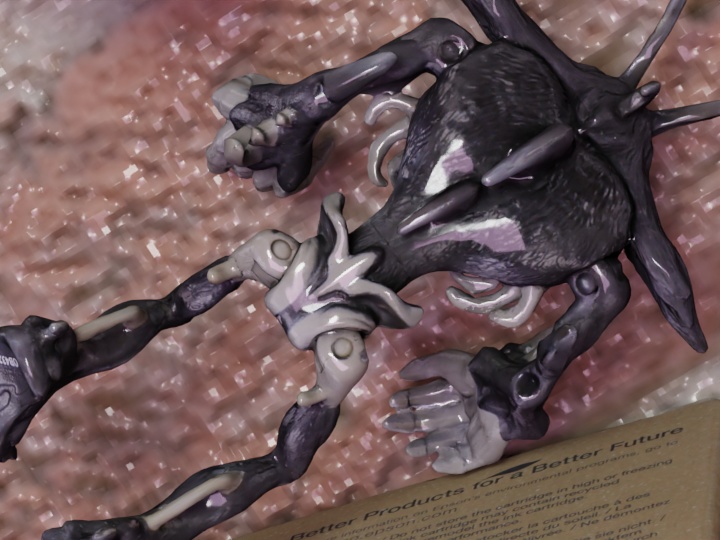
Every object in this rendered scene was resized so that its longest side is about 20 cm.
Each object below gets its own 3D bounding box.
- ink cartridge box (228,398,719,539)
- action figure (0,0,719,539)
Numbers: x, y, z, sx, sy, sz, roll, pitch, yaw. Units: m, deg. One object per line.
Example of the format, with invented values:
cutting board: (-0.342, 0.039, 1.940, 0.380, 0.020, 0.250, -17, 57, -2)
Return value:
ink cartridge box: (0.002, 0.116, 0.690, 0.200, 0.165, 0.075, -18, 104, 15)
action figure: (0.000, 0.000, 0.696, 0.200, 0.102, 0.119, -31, 90, -10)
